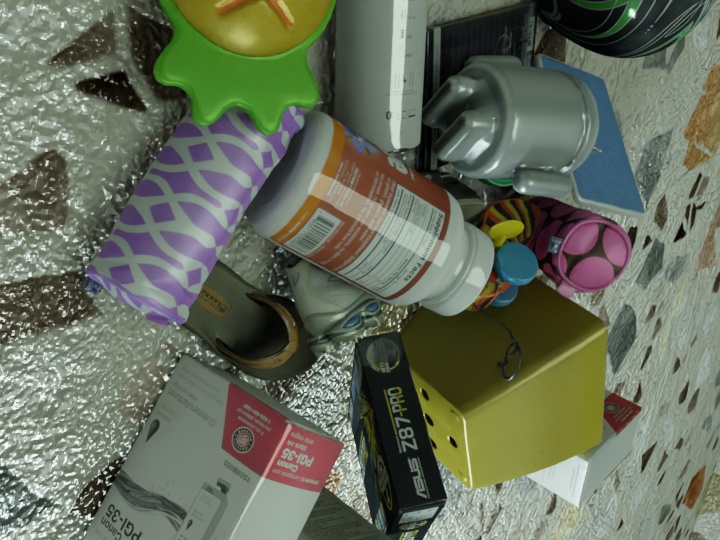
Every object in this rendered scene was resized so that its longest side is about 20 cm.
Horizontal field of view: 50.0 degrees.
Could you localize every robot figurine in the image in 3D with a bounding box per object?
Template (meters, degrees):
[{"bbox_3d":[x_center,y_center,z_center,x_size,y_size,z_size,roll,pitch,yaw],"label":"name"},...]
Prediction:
[{"bbox_3d":[0.160,-0.150,0.784,0.199,0.113,0.170,-3,68,-32],"label":"robot figurine"}]

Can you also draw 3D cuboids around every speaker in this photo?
[{"bbox_3d":[0.018,-0.207,0.660,0.081,0.081,0.201,-23,124,-42],"label":"speaker"}]

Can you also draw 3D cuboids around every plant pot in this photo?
[{"bbox_3d":[0.146,0.127,0.895,0.176,0.200,0.201,-29,131,-22],"label":"plant pot"}]

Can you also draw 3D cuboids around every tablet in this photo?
[{"bbox_3d":[0.272,-0.160,0.919,0.130,0.014,0.201,7,64,-35],"label":"tablet"}]

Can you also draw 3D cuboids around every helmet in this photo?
[{"bbox_3d":[0.302,-0.335,0.843,0.200,0.190,0.201,-26,127,-41],"label":"helmet"}]

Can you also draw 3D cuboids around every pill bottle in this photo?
[{"bbox_3d":[0.014,-0.039,0.656,0.199,0.112,0.113,28,85,-26],"label":"pill bottle"}]

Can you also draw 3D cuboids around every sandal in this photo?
[{"bbox_3d":[-0.090,0.048,0.677,0.082,0.054,0.200,-58,141,-12],"label":"sandal"}]

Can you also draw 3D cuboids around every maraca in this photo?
[{"bbox_3d":[-0.077,-0.194,0.519,0.136,0.107,0.201,4,91,-23],"label":"maraca"}]

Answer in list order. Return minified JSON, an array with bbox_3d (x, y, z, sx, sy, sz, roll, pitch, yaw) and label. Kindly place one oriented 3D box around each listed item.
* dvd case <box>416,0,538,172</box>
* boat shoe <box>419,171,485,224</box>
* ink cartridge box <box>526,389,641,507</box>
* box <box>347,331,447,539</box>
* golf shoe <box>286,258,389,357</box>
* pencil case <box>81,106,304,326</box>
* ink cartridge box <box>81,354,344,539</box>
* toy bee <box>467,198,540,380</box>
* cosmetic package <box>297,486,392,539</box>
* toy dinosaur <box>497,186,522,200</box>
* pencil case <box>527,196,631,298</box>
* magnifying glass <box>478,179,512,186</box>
[{"bbox_3d":[0.130,-0.204,0.846,0.200,0.016,0.149,-28,128,-40],"label":"dvd case"},{"bbox_3d":[0.048,-0.070,0.794,0.199,0.057,0.067,-4,138,-45],"label":"boat shoe"},{"bbox_3d":[0.246,0.200,1.034,0.146,0.200,0.083,-25,129,-40],"label":"ink cartridge box"},{"bbox_3d":[0.029,0.174,0.747,0.049,0.162,0.200,-8,152,-8],"label":"box"},{"bbox_3d":[0.000,0.000,0.747,0.098,0.078,0.200,60,30,-3],"label":"golf shoe"},{"bbox_3d":[-0.117,-0.053,0.572,0.201,0.084,0.086,-60,153,-11],"label":"pencil case"},{"bbox_3d":[-0.126,0.193,0.630,0.083,0.146,0.201,36,79,-50],"label":"ink cartridge box"},{"bbox_3d":[0.128,-0.004,0.805,0.200,0.108,0.131,-78,-170,-53],"label":"toy bee"},{"bbox_3d":[-0.053,0.248,0.700,0.105,0.200,0.071,11,103,-50],"label":"cosmetic package"},{"bbox_3d":[0.247,-0.161,0.958,0.102,0.077,0.201,22,93,-59],"label":"toy dinosaur"},{"bbox_3d":[0.230,-0.032,0.894,0.090,0.200,0.094,26,99,-8],"label":"pencil case"},{"bbox_3d":[0.203,-0.133,0.889,0.199,0.022,0.080,0,94,-33],"label":"magnifying glass"}]
